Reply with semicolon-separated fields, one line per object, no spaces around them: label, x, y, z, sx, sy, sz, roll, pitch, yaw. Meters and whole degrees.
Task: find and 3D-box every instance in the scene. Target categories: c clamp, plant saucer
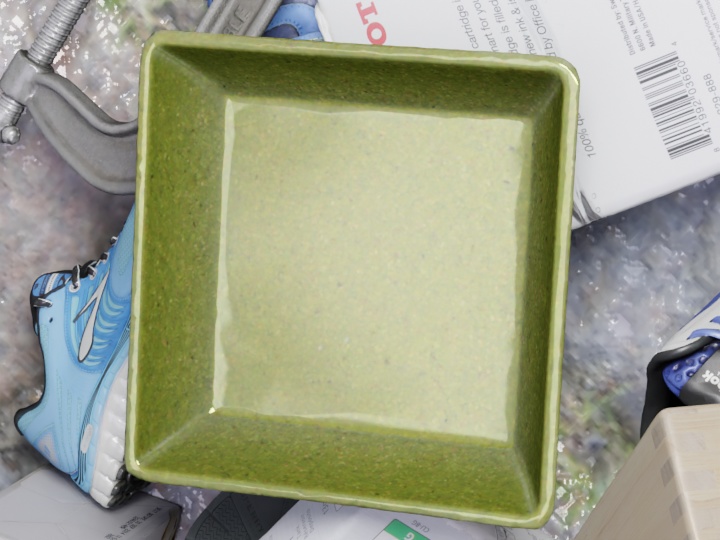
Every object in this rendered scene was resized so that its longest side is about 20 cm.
c clamp;-0.115;-0.128;1.256;0.200;0.027;0.171;-52;57;17
plant saucer;0.000;0.000;1.165;0.199;0.048;0.201;6;98;19

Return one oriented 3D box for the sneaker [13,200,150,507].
sneaker;-0.121;0.013;1.291;0.090;0.078;0.201;25;107;17

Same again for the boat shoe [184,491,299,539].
boat shoe;0.002;0.101;1.277;0.202;0.065;0.075;-42;49;18

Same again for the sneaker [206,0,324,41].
sneaker;-0.021;-0.068;1.236;0.074;0.082;0.201;-25;89;23

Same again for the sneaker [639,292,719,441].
sneaker;0.188;0.028;1.166;0.080;0.115;0.200;39;110;7

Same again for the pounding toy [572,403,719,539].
pounding toy;0.200;0.156;1.136;0.183;0.200;0.143;-4;63;-14

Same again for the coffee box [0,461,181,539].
coffee box;-0.164;0.211;1.325;0.080;0.113;0.201;18;106;15

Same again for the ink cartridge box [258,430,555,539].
ink cartridge box;0.003;0.184;1.255;0.161;0.050;0.200;33;112;-29

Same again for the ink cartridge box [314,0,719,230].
ink cartridge box;0.100;-0.100;1.186;0.199;0.084;0.146;-20;93;22
